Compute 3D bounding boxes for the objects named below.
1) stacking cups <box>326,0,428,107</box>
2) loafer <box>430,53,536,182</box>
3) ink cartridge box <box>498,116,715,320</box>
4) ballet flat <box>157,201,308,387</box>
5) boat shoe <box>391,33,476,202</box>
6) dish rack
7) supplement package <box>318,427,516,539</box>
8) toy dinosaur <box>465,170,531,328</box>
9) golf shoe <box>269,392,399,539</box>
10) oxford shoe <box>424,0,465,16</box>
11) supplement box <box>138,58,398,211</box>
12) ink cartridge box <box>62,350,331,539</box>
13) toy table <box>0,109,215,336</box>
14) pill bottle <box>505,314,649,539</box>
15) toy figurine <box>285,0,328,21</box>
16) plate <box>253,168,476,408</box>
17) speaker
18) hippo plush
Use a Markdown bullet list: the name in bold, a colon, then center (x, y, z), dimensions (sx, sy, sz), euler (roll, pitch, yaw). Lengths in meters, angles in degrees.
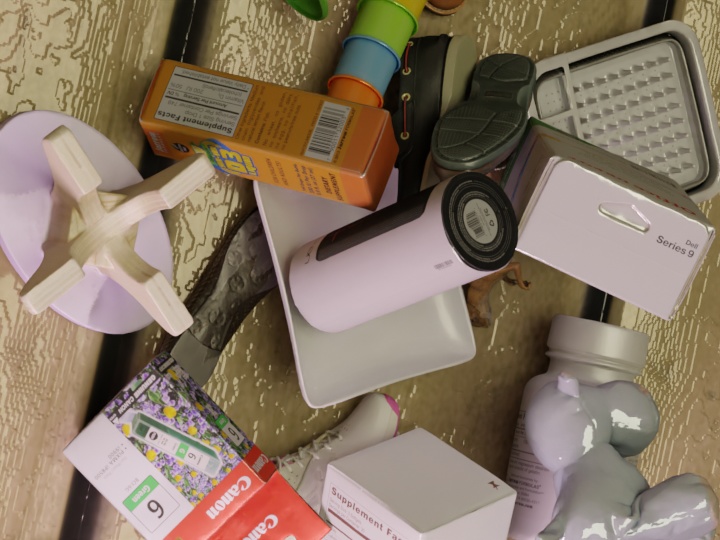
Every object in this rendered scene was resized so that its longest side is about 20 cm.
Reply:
- **stacking cups**: center (0.001, -0.165, 1.694), dimensions (0.060, 0.060, 0.201), euler (33, 68, -23)
- **loafer**: center (0.109, -0.114, 1.691), dimensions (0.200, 0.071, 0.063), euler (-59, 153, -53)
- **ink cartridge box**: center (0.193, -0.046, 1.635), dimensions (0.144, 0.200, 0.088), euler (24, 100, -6)
- **ballet flat**: center (-0.110, 0.018, 1.683), dimensions (0.067, 0.046, 0.201), euler (40, 71, -23)
- **boat shoe**: center (0.053, -0.106, 1.718), dimensions (0.074, 0.062, 0.203), euler (45, 50, -61)
- **dish rack**: center (0.234, -0.126, 1.839), dimensions (0.198, 0.043, 0.173), euler (-19, 100, -24)
- **supplement package**: center (0.035, 0.254, 1.666), dimensions (0.116, 0.117, 0.202), euler (-15, 126, -42)
- **toy dinosaur**: center (0.121, -0.046, 1.766), dimensions (0.105, 0.060, 0.202), euler (-2, 97, -1)
- **golf shoe**: center (-0.042, 0.178, 1.704), dimensions (0.091, 0.075, 0.201), euler (39, 75, -19)
- **oxford shoe**: center (0.057, -0.317, 1.730), dimensions (0.071, 0.071, 0.202), euler (-22, 103, -25)
- **supplement box**: center (-0.074, -0.109, 1.611), dimensions (0.198, 0.067, 0.069), euler (16, 69, 17)
- **ink cartridge box**: center (-0.130, 0.176, 1.617), dimensions (0.109, 0.050, 0.200), euler (-44, 91, 13)
- **toy table**: center (-0.209, -0.034, 1.588), dimensions (0.200, 0.117, 0.184), euler (46, 74, -21)
- **pill bottle**: center (0.194, 0.147, 1.792), dimensions (0.113, 0.114, 0.202), euler (13, 87, -25)
- **toy figurine**: center (-0.018, -0.337, 1.652), dimensions (0.184, 0.150, 0.201), euler (-43, 130, -15)
- **plate**: center (0.000, 0.000, 1.710), dimensions (0.199, 0.032, 0.202), euler (-14, 90, -40)
- **speaker**: center (0.031, -0.011, 1.587), dimensions (0.081, 0.199, 0.082), euler (13, 67, -35)
- **hippo plush**: center (0.189, 0.178, 1.683), dimensions (0.198, 0.160, 0.162), euler (-7, 58, -20)
